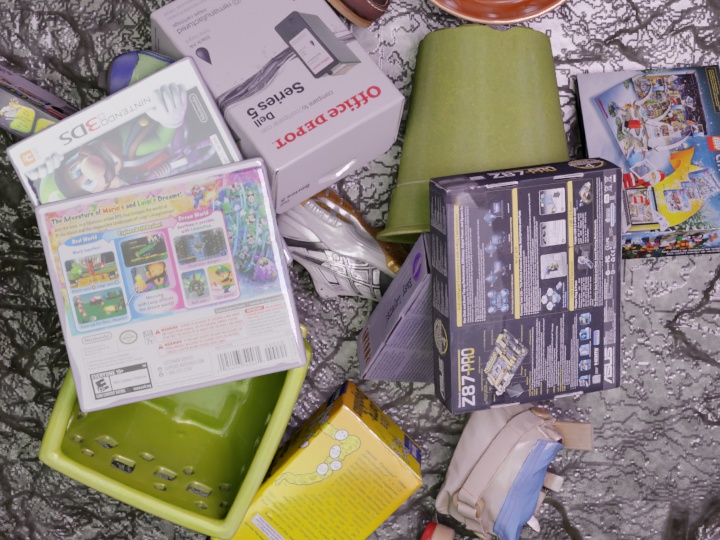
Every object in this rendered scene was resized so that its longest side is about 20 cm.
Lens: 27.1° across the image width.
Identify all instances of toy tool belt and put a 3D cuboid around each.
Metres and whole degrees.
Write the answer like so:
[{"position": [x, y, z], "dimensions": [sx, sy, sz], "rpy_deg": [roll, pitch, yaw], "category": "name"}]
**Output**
[{"position": [0.140, 0.220, 1.449], "dimensions": [0.123, 0.125, 0.200], "rpy_deg": [22, 100, 7], "category": "toy tool belt"}]

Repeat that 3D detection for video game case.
[{"position": [-0.161, 0.013, 1.273], "dimensions": [0.199, 0.024, 0.183], "rpy_deg": [-12, 94, 2], "category": "video game case"}, {"position": [-0.182, -0.056, 1.292], "dimensions": [0.181, 0.023, 0.200], "rpy_deg": [-27, 93, 2], "category": "video game case"}]

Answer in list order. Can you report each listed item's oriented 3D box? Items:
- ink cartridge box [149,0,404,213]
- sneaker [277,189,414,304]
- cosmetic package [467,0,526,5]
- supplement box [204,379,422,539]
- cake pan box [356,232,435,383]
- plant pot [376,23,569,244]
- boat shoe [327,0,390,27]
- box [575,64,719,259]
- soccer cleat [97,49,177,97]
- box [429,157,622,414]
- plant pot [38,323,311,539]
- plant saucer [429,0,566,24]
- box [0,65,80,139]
[{"position": [-0.076, -0.173, 1.353], "dimensions": [0.145, 0.084, 0.200], "rpy_deg": [-32, 71, -20], "category": "ink cartridge box"}, {"position": [0.000, 0.000, 1.452], "dimensions": [0.200, 0.076, 0.088], "rpy_deg": [35, 113, 1], "category": "sneaker"}, {"position": [0.175, -0.302, 1.389], "dimensions": [0.199, 0.071, 0.102], "rpy_deg": [-8, 98, 3], "category": "cosmetic package"}, {"position": [-0.045, 0.223, 1.461], "dimensions": [0.110, 0.109, 0.200], "rpy_deg": [44, 98, -5], "category": "supplement box"}, {"position": [0.111, 0.040, 1.370], "dimensions": [0.184, 0.200, 0.052], "rpy_deg": [2, 57, -19], "category": "cake pan box"}, {"position": [0.114, -0.123, 1.375], "dimensions": [0.199, 0.200, 0.191], "rpy_deg": [0, 88, 2], "category": "plant pot"}, {"position": [-0.035, -0.312, 1.363], "dimensions": [0.070, 0.070, 0.200], "rpy_deg": [-33, 115, 25], "category": "boat shoe"}, {"position": [0.275, -0.102, 1.368], "dimensions": [0.136, 0.200, 0.038], "rpy_deg": [-3, 143, 2], "category": "box"}, {"position": [-0.182, -0.103, 1.359], "dimensions": [0.084, 0.065, 0.201], "rpy_deg": [4, 118, 24], "category": "soccer cleat"}, {"position": [0.142, 0.013, 1.264], "dimensions": [0.161, 0.049, 0.201], "rpy_deg": [-9, 109, -17], "category": "box"}, {"position": [-0.164, 0.108, 1.411], "dimensions": [0.200, 0.182, 0.199], "rpy_deg": [24, 100, -2], "category": "plant pot"}, {"position": [0.124, -0.321, 1.337], "dimensions": [0.200, 0.032, 0.201], "rpy_deg": [0, 97, 3], "category": "plant saucer"}, {"position": [-0.356, -0.175, 1.409], "dimensions": [0.200, 0.110, 0.035], "rpy_deg": [29, 99, -2], "category": "box"}]
